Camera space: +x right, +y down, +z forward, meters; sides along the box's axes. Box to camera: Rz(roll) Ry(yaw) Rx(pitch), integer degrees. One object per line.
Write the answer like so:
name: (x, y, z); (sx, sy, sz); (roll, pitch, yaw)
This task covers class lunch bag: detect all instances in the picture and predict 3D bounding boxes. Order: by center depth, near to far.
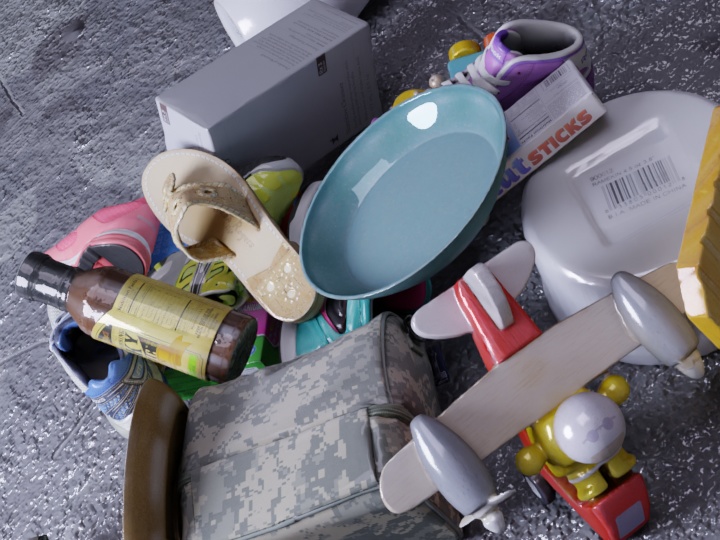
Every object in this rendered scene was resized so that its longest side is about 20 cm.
lunch bag: (-0.031, 0.133, 0.932); (0.199, 0.139, 0.168); (-22, 55, 18)

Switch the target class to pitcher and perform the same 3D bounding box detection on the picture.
pitcher: (-0.053, -0.299, 1.293); (0.200, 0.121, 0.172); (-33, 26, -8)

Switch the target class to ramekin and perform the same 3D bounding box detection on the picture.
ramekin: (0.218, -0.039, 0.937); (0.200, 0.098, 0.201); (-16, 51, 21)

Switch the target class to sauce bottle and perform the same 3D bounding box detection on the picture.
sauce bottle: (-0.185, 0.035, 1.024); (0.199, 0.065, 0.065); (19, 66, 11)

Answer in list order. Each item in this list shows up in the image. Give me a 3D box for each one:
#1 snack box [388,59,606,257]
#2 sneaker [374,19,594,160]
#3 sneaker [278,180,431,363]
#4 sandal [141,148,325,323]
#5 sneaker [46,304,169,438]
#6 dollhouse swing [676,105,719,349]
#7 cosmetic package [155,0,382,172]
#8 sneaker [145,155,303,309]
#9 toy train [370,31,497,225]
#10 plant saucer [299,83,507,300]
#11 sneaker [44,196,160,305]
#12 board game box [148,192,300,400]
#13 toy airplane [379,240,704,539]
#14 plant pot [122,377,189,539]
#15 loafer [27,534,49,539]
snack box: (0.099, -0.082, 0.977); (0.200, 0.024, 0.072); (-39, 27, 15)
sneaker: (0.091, -0.150, 1.025); (0.200, 0.114, 0.073); (-20, 60, 4)
sneaker: (0.000, 0.000, 1.049); (0.120, 0.084, 0.201); (-14, 56, 26)
sandal: (-0.118, -0.038, 1.013); (0.212, 0.070, 0.078); (41, 100, 23)
sneaker: (-0.233, 0.057, 1.094); (0.077, 0.085, 0.200); (-43, 46, -4)
dollhouse swing: (0.323, -0.006, 0.796); (0.181, 0.176, 0.201); (3, 58, 33)
cosmetic package: (-0.080, -0.149, 1.145); (0.081, 0.113, 0.200); (30, 58, 34)
sneaker: (-0.111, -0.010, 1.085); (0.200, 0.075, 0.076); (-51, 54, 3)
toy train: (0.097, -0.116, 1.102); (0.150, 0.056, 0.200); (35, 74, 27)
plant saucer: (0.038, -0.054, 0.958); (0.200, 0.036, 0.200); (-30, 37, 26)
sneaker: (-0.256, -0.015, 1.216); (0.200, 0.074, 0.087); (-18, 38, 42)
board game box: (-0.134, 0.019, 1.148); (0.152, 0.040, 0.201); (-13, 52, 23)
toy airplane: (0.125, 0.078, 0.816); (0.141, 0.198, 0.201); (-150, 73, -73)
plant pot: (-0.144, 0.182, 0.942); (0.027, 0.200, 0.201); (-1, 54, 2)
loafer: (-0.217, 0.290, 0.994); (0.063, 0.072, 0.200); (-24, 52, -13)
